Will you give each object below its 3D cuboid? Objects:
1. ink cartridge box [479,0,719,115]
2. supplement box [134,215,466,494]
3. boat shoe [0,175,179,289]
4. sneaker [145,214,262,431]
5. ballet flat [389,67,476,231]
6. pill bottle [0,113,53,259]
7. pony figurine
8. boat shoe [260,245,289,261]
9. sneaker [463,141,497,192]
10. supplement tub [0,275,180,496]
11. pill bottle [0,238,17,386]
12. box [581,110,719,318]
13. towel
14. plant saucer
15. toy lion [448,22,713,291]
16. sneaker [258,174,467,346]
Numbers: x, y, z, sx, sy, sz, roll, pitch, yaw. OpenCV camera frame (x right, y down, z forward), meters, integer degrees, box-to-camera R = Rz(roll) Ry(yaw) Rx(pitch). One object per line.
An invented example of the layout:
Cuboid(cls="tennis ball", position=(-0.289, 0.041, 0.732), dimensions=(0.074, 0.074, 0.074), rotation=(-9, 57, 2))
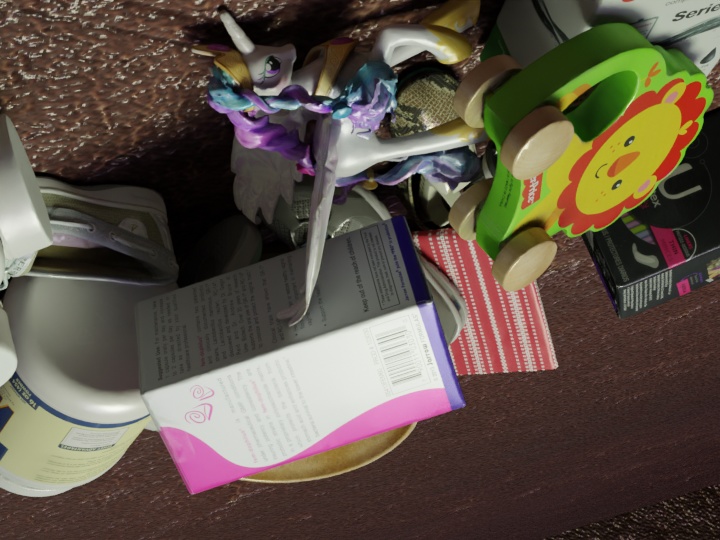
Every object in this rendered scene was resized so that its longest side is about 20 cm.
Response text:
Cuboid(cls="ink cartridge box", position=(0.179, -0.180, 1.042), dimensions=(0.145, 0.084, 0.200), rotation=(-16, 159, -17))
Cuboid(cls="supplement box", position=(-0.043, 0.057, 1.071), dimensions=(0.198, 0.104, 0.102), rotation=(-18, 128, 1))
Cuboid(cls="boat shoe", position=(-0.211, -0.018, 1.078), dimensions=(0.201, 0.065, 0.074), rotation=(0, 152, -46))
Cuboid(cls="sneaker", position=(-0.095, 0.050, 1.269), dimensions=(0.117, 0.074, 0.201), rotation=(15, 118, -25))
Cuboid(cls="ballet flat", position=(0.061, -0.079, 1.195), dimensions=(0.067, 0.076, 0.200), rotation=(-22, 161, -7))
Cuboid(cls="pill bottle", position=(-0.287, -0.020, 0.921), dimensions=(0.198, 0.112, 0.111), rotation=(-20, 161, -5))
Cuboid(cls="pony figurine", position=(-0.014, -0.087, 1.025), dimensions=(0.198, 0.167, 0.195), rotation=(-11, 126, -20))
Cuboid(cls="boat shoe", position=(-0.031, 0.020, 1.369), dimensions=(0.199, 0.068, 0.072), rotation=(-6, 155, -39))
Cuboid(cls="sneaker", position=(0.159, -0.092, 1.273), dimensions=(0.199, 0.067, 0.090), rotation=(-21, 170, -33))
Cuboid(cls="supplement tub", position=(-0.224, 0.080, 1.206), dimensions=(0.144, 0.146, 0.200), rotation=(-9, 157, -33))
Cuboid(cls="pill bottle", position=(-0.246, -0.030, 0.802), dimensions=(0.113, 0.201, 0.114), rotation=(-19, 161, -7))
Cuboid(cls="box", position=(0.303, -0.057, 1.442), dimensions=(0.198, 0.123, 0.106), rotation=(-23, 160, 2))
Cuboid(cls="towel", position=(0.050, 0.027, 1.271), dimensions=(0.198, 0.023, 0.145), rotation=(-4, 126, 22))
Cuboid(cls="plant saucer", position=(-0.053, 0.099, 1.221), dimensions=(0.198, 0.036, 0.201), rotation=(-5, 144, -4))
Cuboid(cls="toy lion", position=(0.151, -0.086, 1.022), dimensions=(0.191, 0.069, 0.201), rotation=(-32, 152, -16))
Cuboid(cls="sneaker", position=(0.000, 0.000, 1.198), dimensions=(0.075, 0.200, 0.082), rotation=(-42, -164, 38))
